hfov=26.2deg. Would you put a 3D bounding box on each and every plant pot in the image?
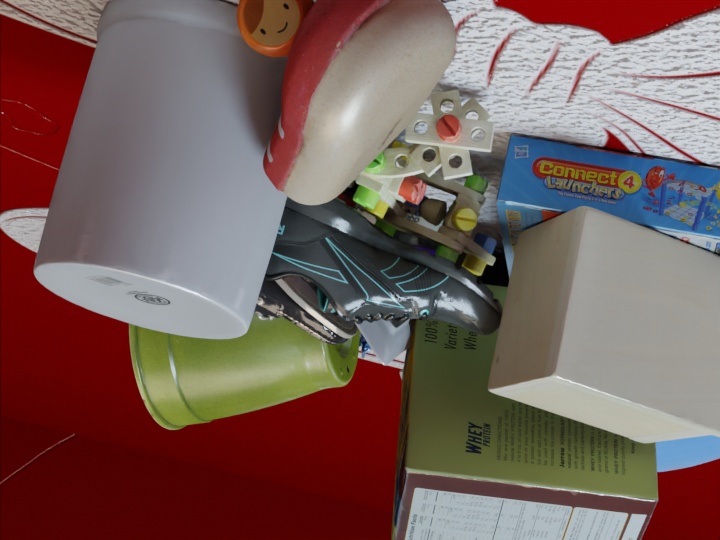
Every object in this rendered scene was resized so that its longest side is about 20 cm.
[{"bbox_3d":[-0.108,0.059,1.579,0.192,0.202,0.200,-4,159,17],"label":"plant pot"}]

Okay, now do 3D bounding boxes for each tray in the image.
[{"bbox_3d":[-0.017,-0.020,1.240,0.022,0.201,0.107,-33,178,15],"label":"tray"}]

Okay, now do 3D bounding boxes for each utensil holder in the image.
[{"bbox_3d":[-0.129,-0.069,1.104,0.169,0.201,0.170,12,165,3],"label":"utensil holder"}]

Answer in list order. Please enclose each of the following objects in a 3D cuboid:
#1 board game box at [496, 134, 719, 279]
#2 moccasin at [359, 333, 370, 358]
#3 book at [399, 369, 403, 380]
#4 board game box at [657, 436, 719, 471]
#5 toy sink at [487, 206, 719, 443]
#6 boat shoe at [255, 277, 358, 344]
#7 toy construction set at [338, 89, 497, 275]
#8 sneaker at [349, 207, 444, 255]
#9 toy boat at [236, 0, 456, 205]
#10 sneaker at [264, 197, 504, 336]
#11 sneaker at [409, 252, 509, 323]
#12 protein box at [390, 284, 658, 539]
[{"bbox_3d":[0.212,-0.029,1.216,0.195,0.056,0.200,11,164,11],"label":"board game box"},{"bbox_3d":[-0.013,0.060,1.682,0.199,0.069,0.081,9,163,16],"label":"moccasin"},{"bbox_3d":[0.143,0.088,1.567,0.133,0.048,0.200,-17,179,-29],"label":"book"},{"bbox_3d":[0.304,0.121,1.388,0.157,0.039,0.200,-9,150,-11],"label":"board game box"},{"bbox_3d":[0.213,0.053,1.157,0.199,0.131,0.112,18,164,-18],"label":"toy sink"},{"bbox_3d":[-0.093,0.010,1.459,0.200,0.060,0.074,37,-159,-4],"label":"boat shoe"},{"bbox_3d":[0.044,-0.065,1.166,0.131,0.092,0.200,26,162,13],"label":"toy construction set"},{"bbox_3d":[0.000,0.000,1.404,0.199,0.100,0.069,2,161,45],"label":"sneaker"},{"bbox_3d":[-0.025,-0.135,0.987,0.131,0.131,0.200,43,163,2],"label":"toy boat"},{"bbox_3d":[0.014,0.009,1.175,0.199,0.080,0.075,27,173,-10],"label":"sneaker"},{"bbox_3d":[0.116,0.041,1.500,0.106,0.075,0.200,17,163,-14],"label":"sneaker"},{"bbox_3d":[0.134,0.132,1.296,0.199,0.199,0.135,7,140,-1],"label":"protein box"}]
